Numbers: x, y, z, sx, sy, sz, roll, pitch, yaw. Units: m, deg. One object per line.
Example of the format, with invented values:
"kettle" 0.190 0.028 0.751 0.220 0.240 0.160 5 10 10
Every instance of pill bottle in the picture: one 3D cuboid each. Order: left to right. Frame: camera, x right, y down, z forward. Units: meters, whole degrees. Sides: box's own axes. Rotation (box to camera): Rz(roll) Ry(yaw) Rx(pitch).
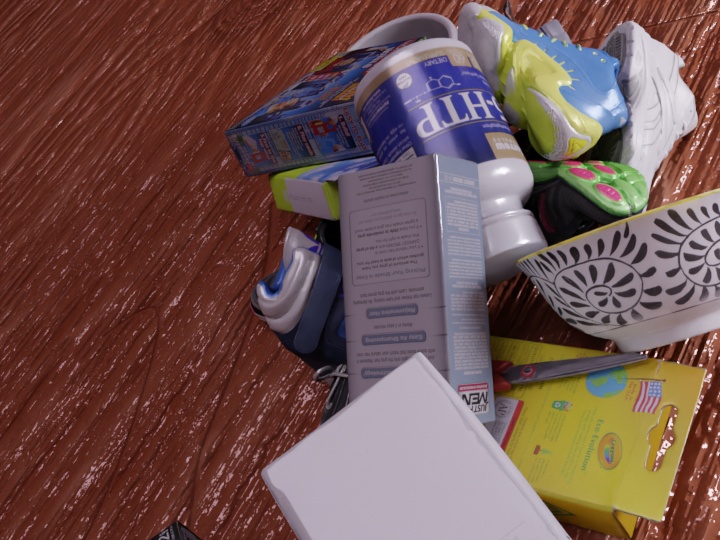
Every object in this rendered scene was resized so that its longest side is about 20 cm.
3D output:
"pill bottle" 0.082 -0.089 0.775 0.119 0.120 0.201 -27 71 11

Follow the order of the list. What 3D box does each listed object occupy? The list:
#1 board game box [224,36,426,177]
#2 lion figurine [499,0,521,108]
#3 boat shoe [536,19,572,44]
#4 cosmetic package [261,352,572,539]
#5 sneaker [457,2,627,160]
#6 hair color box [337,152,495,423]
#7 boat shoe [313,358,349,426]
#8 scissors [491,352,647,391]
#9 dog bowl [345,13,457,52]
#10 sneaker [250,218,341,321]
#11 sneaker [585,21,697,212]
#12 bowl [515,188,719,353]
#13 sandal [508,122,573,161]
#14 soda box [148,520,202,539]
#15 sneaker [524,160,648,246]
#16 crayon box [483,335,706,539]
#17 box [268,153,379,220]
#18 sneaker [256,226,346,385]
"board game box" -0.012 -0.179 0.963 0.199 0.062 0.200 7 41 48
"lion figurine" 0.128 -0.179 0.888 0.201 0.072 0.122 -63 29 5
"boat shoe" 0.201 -0.213 0.936 0.062 0.072 0.200 -28 18 17
"cosmetic package" 0.067 0.186 0.534 0.123 0.199 0.200 -38 59 -2
"sneaker" 0.170 -0.181 0.813 0.105 0.076 0.201 -17 57 -17
"hair color box" 0.042 0.019 0.687 0.099 0.060 0.201 -8 82 40
"boat shoe" 0.001 0.103 0.773 0.068 0.073 0.200 11 85 41
"scissors" 0.120 0.088 0.695 0.199 0.014 0.073 2 53 35
"dog bowl" 0.048 -0.239 1.093 0.199 0.059 0.201 -19 44 20
"sneaker" -0.037 -0.010 0.915 0.199 0.088 0.074 -20 43 19
"sneaker" 0.271 -0.131 0.822 0.078 0.099 0.201 151 130 -69
"bowl" 0.229 0.006 0.680 0.200 0.201 0.095 -19 85 19
"sandal" 0.150 -0.115 0.915 0.200 0.043 0.076 -33 41 5
"soda box" -0.139 0.308 0.709 0.071 0.063 0.200 -35 40 3
"sneaker" 0.187 -0.055 0.786 0.076 0.084 0.200 -4 9 -16
"crayon box" 0.156 0.124 0.682 0.199 0.051 0.127 6 56 39
"box" -0.009 -0.097 0.933 0.121 0.048 0.200 -22 16 -19
"sneaker" 0.000 0.000 0.825 0.200 0.147 0.081 -41 16 0
